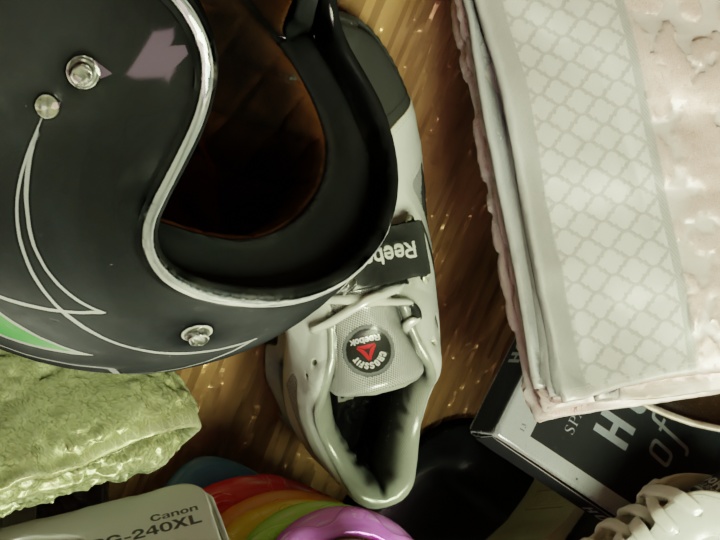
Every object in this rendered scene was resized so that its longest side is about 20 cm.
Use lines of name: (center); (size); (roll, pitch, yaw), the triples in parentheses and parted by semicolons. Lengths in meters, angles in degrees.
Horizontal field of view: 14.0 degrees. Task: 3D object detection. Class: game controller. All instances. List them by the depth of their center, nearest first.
game controller: (0.005, 0.149, 1.228); (0.200, 0.042, 0.104); (-43, 112, 8)

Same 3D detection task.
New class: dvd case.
dvd case: (0.152, 0.049, 1.144); (0.200, 0.025, 0.151); (34, 74, -24)

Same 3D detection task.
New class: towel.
towel: (-0.169, 0.031, 1.007); (0.200, 0.149, 0.037); (-17, 154, -22)
towel: (0.134, -0.057, 1.070); (0.191, 0.032, 0.200); (-10, 84, -16)

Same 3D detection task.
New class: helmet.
helmet: (-0.086, -0.063, 0.951); (0.200, 0.200, 0.191); (-11, 128, -15)

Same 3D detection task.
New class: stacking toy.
stacking toy: (-0.015, 0.125, 1.083); (0.116, 0.200, 0.110); (35, 71, -12)

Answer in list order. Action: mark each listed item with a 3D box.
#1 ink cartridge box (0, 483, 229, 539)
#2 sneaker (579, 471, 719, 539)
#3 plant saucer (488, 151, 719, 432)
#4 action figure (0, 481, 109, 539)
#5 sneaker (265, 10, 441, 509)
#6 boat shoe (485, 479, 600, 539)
ink cartridge box: (-0.096, 0.193, 1.022); (0.145, 0.083, 0.200); (-15, 117, -7)
sneaker: (0.105, 0.119, 1.081); (0.200, 0.076, 0.081); (-19, 110, -10)
plant saucer: (0.140, -0.037, 1.100); (0.200, 0.032, 0.201); (2, 81, -14)
action figure: (-0.190, 0.107, 1.045); (0.200, 0.069, 0.130); (-4, 128, -16)
sneaker: (0.000, 0.000, 1.093); (0.074, 0.089, 0.200); (-15, 124, -10)
boat shoe: (0.105, 0.095, 1.174); (0.063, 0.074, 0.202); (40, 76, -14)
